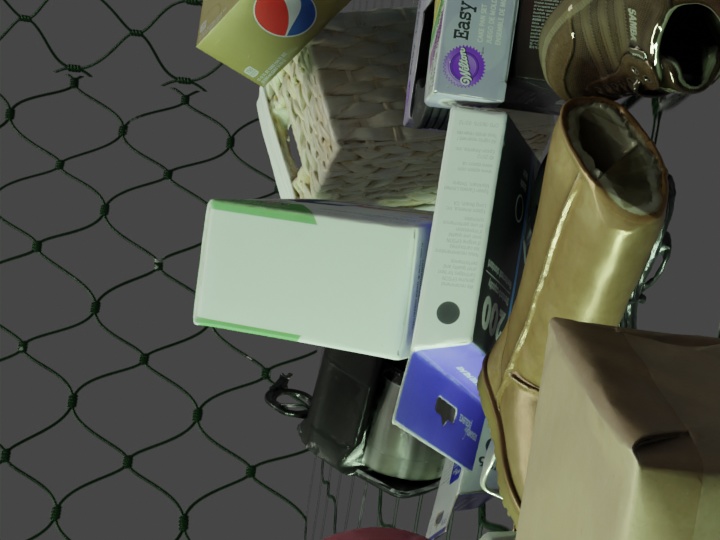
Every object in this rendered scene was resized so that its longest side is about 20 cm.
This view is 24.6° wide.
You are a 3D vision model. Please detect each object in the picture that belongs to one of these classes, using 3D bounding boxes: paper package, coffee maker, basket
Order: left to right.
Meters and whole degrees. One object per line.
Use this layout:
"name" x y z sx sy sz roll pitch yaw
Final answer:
"coffee maker" 0.015 0.067 1.418 0.135 0.192 0.200 -58 -19 -62
"basket" 0.036 -0.121 1.284 0.123 0.200 0.136 119 139 -60
"paper package" 0.122 0.139 0.660 0.191 0.103 0.200 -107 23 -76

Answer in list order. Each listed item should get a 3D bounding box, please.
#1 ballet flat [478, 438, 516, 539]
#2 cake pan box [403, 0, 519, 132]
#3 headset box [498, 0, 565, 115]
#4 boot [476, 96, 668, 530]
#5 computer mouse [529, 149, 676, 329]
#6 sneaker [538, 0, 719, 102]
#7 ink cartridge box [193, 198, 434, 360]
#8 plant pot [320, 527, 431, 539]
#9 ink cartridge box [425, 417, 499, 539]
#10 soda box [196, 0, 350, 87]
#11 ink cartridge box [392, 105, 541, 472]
"ballet flat" 0.103 0.154 1.041 0.069 0.063 0.200 -169 86 -82
"cake pan box" 0.070 -0.190 1.084 0.184 0.052 0.200 169 108 -87
"headset box" 0.135 -0.212 1.102 0.149 0.075 0.200 175 102 -85
"boot" 0.119 0.038 0.876 0.175 0.066 0.200 -115 29 -41
"computer mouse" 0.135 -0.029 0.992 0.200 0.053 0.139 -94 11 -64
"sneaker" 0.146 -0.116 0.852 0.200 0.070 0.076 120 139 -68
"ink cartridge box" 0.000 0.000 1.103 0.200 0.145 0.088 -2 -80 -68
"plant pot" 0.029 0.295 1.095 0.179 0.200 0.200 -144 60 -66
"ink cartridge box" 0.093 0.105 1.202 0.099 0.039 0.200 118 169 -74
"soda box" -0.033 -0.223 1.170 0.200 0.064 0.068 -41 32 36
"ink cartridge box" 0.083 0.021 1.061 0.198 0.043 0.200 40 -120 -67
